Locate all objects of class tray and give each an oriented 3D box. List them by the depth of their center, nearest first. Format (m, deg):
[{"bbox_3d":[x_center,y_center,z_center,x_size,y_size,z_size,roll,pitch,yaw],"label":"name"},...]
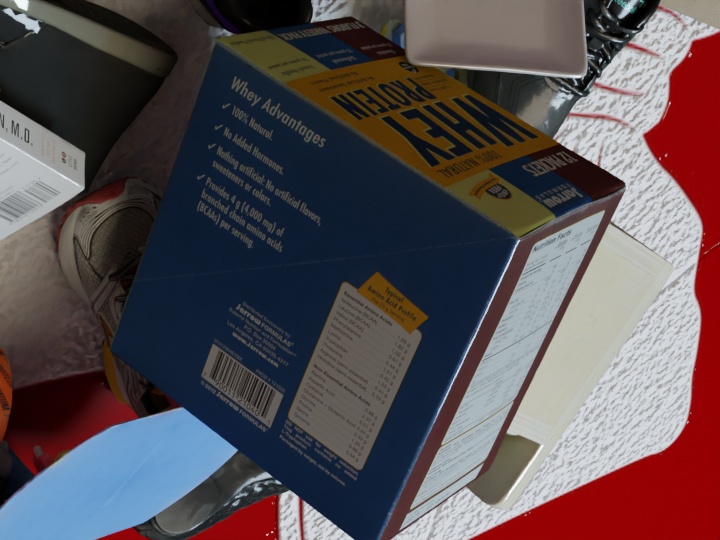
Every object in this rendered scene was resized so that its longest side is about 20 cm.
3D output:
[{"bbox_3d":[0.074,-0.203,0.901,0.107,0.201,0.022,3,162,-10],"label":"tray"}]

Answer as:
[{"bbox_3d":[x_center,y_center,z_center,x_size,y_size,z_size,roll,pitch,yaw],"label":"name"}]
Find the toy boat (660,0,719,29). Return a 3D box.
[{"bbox_3d":[0.280,-0.243,1.081,0.199,0.130,0.132,11,82,-41],"label":"toy boat"}]

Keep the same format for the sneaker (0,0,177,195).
[{"bbox_3d":[-0.196,-0.105,0.825,0.199,0.075,0.107,20,105,-44],"label":"sneaker"}]

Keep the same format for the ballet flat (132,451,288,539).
[{"bbox_3d":[-0.078,0.133,1.098,0.199,0.057,0.067,-20,101,-32],"label":"ballet flat"}]

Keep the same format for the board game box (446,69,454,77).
[{"bbox_3d":[0.009,-0.029,1.041,0.199,0.056,0.197,-10,123,-32],"label":"board game box"}]

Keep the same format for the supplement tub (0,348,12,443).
[{"bbox_3d":[-0.293,0.055,0.821,0.200,0.122,0.123,24,102,-43],"label":"supplement tub"}]

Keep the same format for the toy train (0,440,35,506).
[{"bbox_3d":[-0.279,0.171,0.935,0.199,0.087,0.115,-32,124,-20],"label":"toy train"}]

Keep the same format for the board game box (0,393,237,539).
[{"bbox_3d":[-0.148,0.109,0.912,0.200,0.039,0.158,-12,151,-50],"label":"board game box"}]

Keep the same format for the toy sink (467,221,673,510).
[{"bbox_3d":[0.080,0.032,1.004,0.112,0.130,0.200,26,102,-44],"label":"toy sink"}]

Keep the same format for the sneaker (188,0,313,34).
[{"bbox_3d":[-0.075,-0.204,0.830,0.069,0.099,0.201,-38,131,-11],"label":"sneaker"}]

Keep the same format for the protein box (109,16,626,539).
[{"bbox_3d":[0.000,0.000,0.848,0.135,0.198,0.201,-23,141,-55],"label":"protein box"}]

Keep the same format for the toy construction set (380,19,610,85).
[{"bbox_3d":[0.109,-0.174,0.996,0.199,0.092,0.132,-9,108,-38],"label":"toy construction set"}]

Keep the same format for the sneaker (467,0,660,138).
[{"bbox_3d":[0.127,-0.151,0.921,0.075,0.079,0.201,20,95,-32],"label":"sneaker"}]

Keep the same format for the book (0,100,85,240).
[{"bbox_3d":[-0.256,-0.064,0.779,0.133,0.048,0.200,-26,142,26],"label":"book"}]

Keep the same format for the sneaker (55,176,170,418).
[{"bbox_3d":[-0.125,0.028,0.956,0.078,0.082,0.201,-30,133,-18],"label":"sneaker"}]
